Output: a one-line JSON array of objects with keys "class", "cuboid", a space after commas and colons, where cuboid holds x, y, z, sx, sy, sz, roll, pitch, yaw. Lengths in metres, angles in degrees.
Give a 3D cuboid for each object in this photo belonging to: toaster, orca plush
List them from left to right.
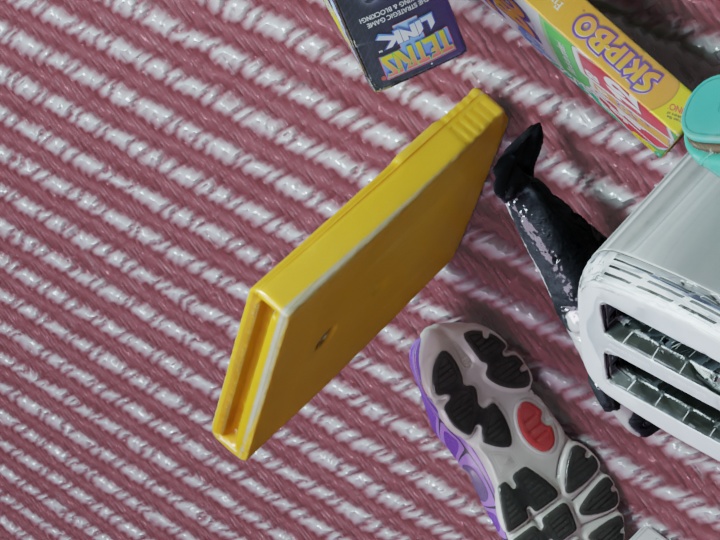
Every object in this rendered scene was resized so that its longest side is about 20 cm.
[{"class": "orca plush", "cuboid": [0.145, 0.004, 1.447, 0.201, 0.071, 0.105, 63, -167, -16]}, {"class": "toaster", "cuboid": [0.196, 0.016, 1.293, 0.199, 0.129, 0.114, 30, 146, 31]}]

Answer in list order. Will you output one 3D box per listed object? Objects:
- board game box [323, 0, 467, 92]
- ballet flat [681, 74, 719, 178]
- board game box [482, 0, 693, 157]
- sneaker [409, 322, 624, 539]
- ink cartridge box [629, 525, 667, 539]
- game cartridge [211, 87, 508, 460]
[{"class": "board game box", "cuboid": [-0.018, -0.204, 1.307, 0.200, 0.056, 0.166, -115, 0, -61]}, {"class": "ballet flat", "cuboid": [0.237, -0.058, 1.193, 0.070, 0.068, 0.199, 36, 163, -34]}, {"class": "board game box", "cuboid": [0.089, -0.136, 1.314, 0.200, 0.030, 0.096, 44, 178, 4]}, {"class": "sneaker", "cuboid": [0.097, 0.117, 1.635, 0.201, 0.080, 0.083, 62, 166, -8]}, {"class": "ink cartridge box", "cuboid": [0.234, 0.276, 1.642, 0.200, 0.045, 0.177, 37, 148, 23]}, {"class": "game cartridge", "cuboid": [0.000, 0.000, 1.473, 0.032, 0.200, 0.177, 38, 150, 12]}]
